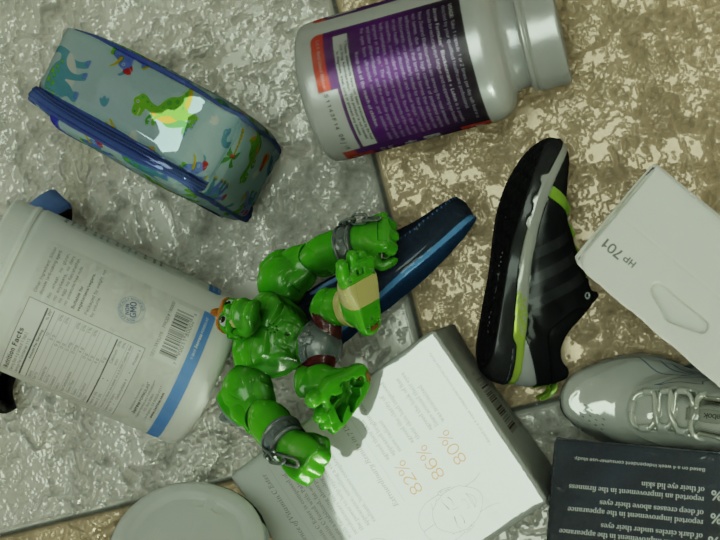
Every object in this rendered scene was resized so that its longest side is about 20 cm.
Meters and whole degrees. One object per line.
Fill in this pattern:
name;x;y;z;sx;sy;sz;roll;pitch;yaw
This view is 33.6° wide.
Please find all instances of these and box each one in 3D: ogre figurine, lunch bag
ogre figurine;-0.046;0.054;0.891;0.119;0.098;0.203;0;84;40
lunch bag;-0.156;-0.112;0.929;0.160;0.200;0.083;29;90;10

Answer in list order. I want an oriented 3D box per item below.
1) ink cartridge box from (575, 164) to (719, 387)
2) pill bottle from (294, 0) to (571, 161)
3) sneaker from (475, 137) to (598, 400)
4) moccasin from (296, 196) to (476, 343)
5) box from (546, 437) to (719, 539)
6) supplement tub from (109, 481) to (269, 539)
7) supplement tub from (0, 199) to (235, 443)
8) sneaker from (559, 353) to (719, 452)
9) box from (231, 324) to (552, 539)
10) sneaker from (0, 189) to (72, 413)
ink cartridge box;0.235;0.006;0.834;0.146;0.200;0.086;41;99;9
pill bottle;0.058;-0.161;0.921;0.198;0.111;0.113;-13;88;14
sneaker;0.147;-0.001;0.936;0.082;0.072;0.202;11;95;-11
moccasin;0.000;0.000;0.955;0.199;0.080;0.068;-38;78;10
box;0.208;0.233;0.863;0.146;0.104;0.202;4;73;16
supplement tub;-0.126;0.271;0.927;0.121;0.123;0.201;12;132;13
supplement tub;-0.207;0.042;0.949;0.198;0.132;0.133;25;97;-11
sneaker;0.248;0.102;0.890;0.198;0.087;0.075;5;86;14
box;0.029;0.161;0.935;0.199;0.106;0.153;-35;83;12
sneaker;-0.290;0.030;1.036;0.078;0.070;0.201;34;104;6
